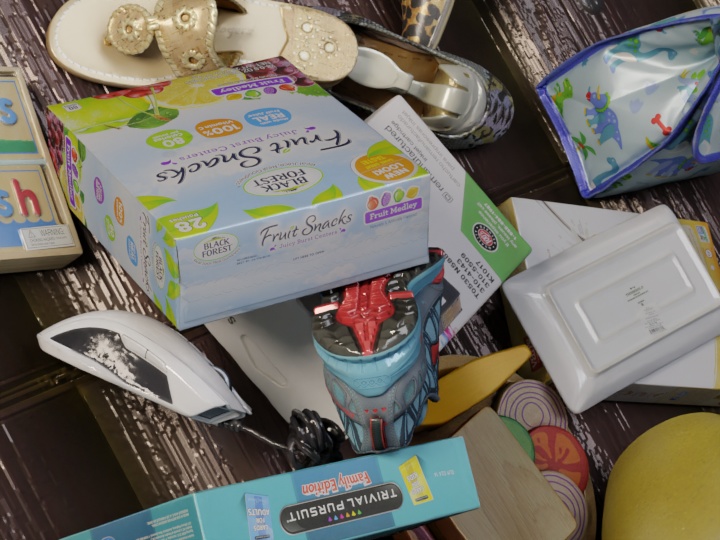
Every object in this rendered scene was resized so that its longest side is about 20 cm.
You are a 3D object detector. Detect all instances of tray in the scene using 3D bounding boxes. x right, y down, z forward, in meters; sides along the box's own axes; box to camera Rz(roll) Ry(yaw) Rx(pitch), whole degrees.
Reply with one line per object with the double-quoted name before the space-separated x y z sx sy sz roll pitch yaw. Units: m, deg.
"tray" 0.193 0.022 1.599 0.200 0.022 0.108 -24 84 -42

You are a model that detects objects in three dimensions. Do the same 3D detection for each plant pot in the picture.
"plant pot" 0.242 0.181 1.508 0.200 0.200 0.142 10 34 -34

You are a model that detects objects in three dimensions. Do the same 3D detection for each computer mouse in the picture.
"computer mouse" -0.098 0.064 1.314 0.200 0.110 0.044 23 90 12

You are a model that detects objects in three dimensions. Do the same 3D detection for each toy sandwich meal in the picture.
"toy sandwich meal" 0.093 0.137 1.475 0.205 0.070 0.206 19 56 -29

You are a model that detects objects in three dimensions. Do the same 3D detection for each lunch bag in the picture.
"lunch bag" 0.267 -0.144 1.683 0.170 0.200 0.128 -13 74 -42

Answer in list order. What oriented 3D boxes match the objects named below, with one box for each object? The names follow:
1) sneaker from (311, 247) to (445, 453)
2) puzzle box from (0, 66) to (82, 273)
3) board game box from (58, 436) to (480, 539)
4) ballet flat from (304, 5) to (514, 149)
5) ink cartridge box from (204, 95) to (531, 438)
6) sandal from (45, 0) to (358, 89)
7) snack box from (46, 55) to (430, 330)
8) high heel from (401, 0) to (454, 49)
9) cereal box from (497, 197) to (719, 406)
"sneaker" 0.010 0.048 1.331 0.200 0.079 0.096 -64 148 -69
"puzzle box" -0.264 -0.060 1.317 0.200 0.025 0.133 -6 70 -50
"board game box" -0.054 0.149 1.296 0.200 0.151 0.047 -8 80 -40
"ballet flat" 0.034 -0.130 1.580 0.200 0.072 0.072 19 55 -27
"ink cartridge box" 0.000 0.000 1.471 0.145 0.084 0.200 49 47 -4
"sandal" -0.095 -0.162 1.459 0.211 0.070 0.078 3 75 -20
"snack box" -0.076 -0.053 1.348 0.168 0.068 0.200 -15 34 -25
"high heel" 0.008 -0.248 1.653 0.142 0.071 0.200 13 69 -5
"cereal box" 0.190 0.025 1.637 0.200 0.040 0.144 5 63 -36
